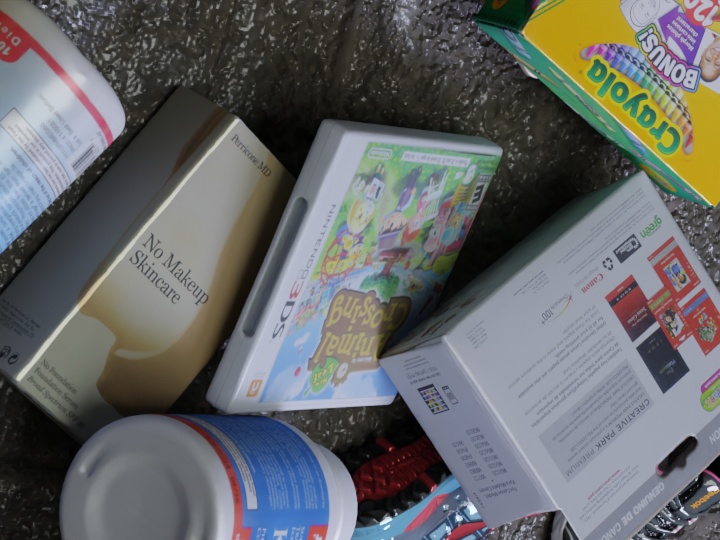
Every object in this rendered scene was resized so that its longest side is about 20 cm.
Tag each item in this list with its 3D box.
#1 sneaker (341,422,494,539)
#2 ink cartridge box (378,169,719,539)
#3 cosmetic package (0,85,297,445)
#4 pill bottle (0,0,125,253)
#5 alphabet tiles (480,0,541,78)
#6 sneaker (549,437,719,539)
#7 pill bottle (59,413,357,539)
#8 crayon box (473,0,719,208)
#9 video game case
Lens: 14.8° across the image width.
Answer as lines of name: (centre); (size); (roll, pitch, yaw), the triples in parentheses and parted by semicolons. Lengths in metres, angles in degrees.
sneaker: (0.058, 0.143, 1.816); (0.199, 0.079, 0.096); (-20, 135, -22)
ink cartridge box: (0.141, 0.067, 1.756); (0.200, 0.084, 0.176); (-37, 98, -32)
cosmetic package: (-0.124, 0.004, 1.626); (0.200, 0.071, 0.105); (-51, 128, -7)
pill bottle: (-0.231, -0.050, 1.510); (0.200, 0.109, 0.109); (-46, 126, -12)
alphabet tiles: (0.148, -0.223, 1.747); (0.195, 0.015, 0.201); (-42, 120, -14)
sneaker: (0.207, 0.144, 1.895); (0.080, 0.086, 0.201); (30, 90, -36)
pill bottle: (-0.080, 0.140, 1.621); (0.200, 0.112, 0.113); (5, 107, -63)
crayon box: (0.178, -0.145, 1.741); (0.200, 0.058, 0.119); (38, 83, -32)
video game case: (0.000, 0.000, 1.680); (0.200, 0.022, 0.183); (1, 115, -60)
